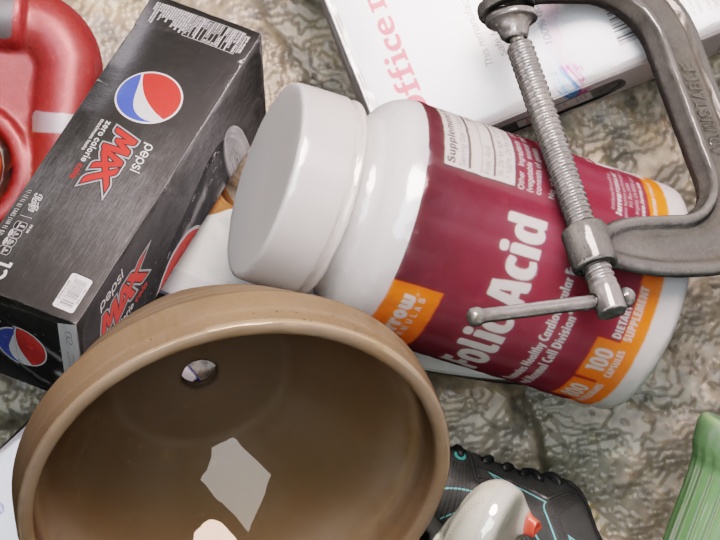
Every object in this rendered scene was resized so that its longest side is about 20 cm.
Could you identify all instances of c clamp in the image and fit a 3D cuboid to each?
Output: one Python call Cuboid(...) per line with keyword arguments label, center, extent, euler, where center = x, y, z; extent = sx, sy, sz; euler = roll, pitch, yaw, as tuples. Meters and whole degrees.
Cuboid(label="c clamp", center=(0.109, -0.065, 1.371), extent=(0.170, 0.027, 0.201), euler=(2, 60, -26))

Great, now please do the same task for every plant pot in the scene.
Cuboid(label="plant pot", center=(-0.066, 0.073, 1.358), extent=(0.200, 0.201, 0.093), euler=(-21, 43, -1))

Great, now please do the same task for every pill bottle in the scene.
Cuboid(label="pill bottle", center=(0.046, -0.014, 1.397), extent=(0.199, 0.114, 0.115), euler=(17, 84, -16))

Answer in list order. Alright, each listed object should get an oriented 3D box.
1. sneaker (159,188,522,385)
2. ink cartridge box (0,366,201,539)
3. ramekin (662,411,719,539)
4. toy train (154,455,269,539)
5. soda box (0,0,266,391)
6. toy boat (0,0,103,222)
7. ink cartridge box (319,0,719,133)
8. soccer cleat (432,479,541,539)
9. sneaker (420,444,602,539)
Cuboid(label="sneaker", center=(0.000, 0.000, 1.477), extent=(0.199, 0.073, 0.085), euler=(17, 88, 4))
Cuboid(label="ink cartridge box", center=(-0.163, 0.109, 1.458), extent=(0.200, 0.094, 0.044), euler=(-43, 85, -3))
Cuboid(label="ramekin", center=(0.233, 0.153, 1.401), extent=(0.199, 0.200, 0.098), euler=(25, 92, 3))
Cuboid(label="toy train", center=(-0.100, 0.178, 1.445), extent=(0.114, 0.085, 0.201), euler=(33, 85, -13))
Cuboid(label="soda box", center=(-0.115, -0.036, 1.425), extent=(0.063, 0.071, 0.200), euler=(20, 55, 16))
Cuboid(label="toy boat", center=(-0.199, -0.051, 1.457), extent=(0.130, 0.131, 0.201), euler=(3, 84, 2))
Cuboid(label="ink cartridge box", center=(0.080, -0.151, 1.487), extent=(0.199, 0.086, 0.148), euler=(-21, 84, -1))
Cuboid(label="soccer cleat", center=(0.030, 0.166, 1.411), extent=(0.077, 0.201, 0.069), euler=(30, 47, 15))
Cuboid(label="sneaker", center=(0.064, 0.126, 1.473), extent=(0.200, 0.075, 0.079), euler=(45, 75, -3))
